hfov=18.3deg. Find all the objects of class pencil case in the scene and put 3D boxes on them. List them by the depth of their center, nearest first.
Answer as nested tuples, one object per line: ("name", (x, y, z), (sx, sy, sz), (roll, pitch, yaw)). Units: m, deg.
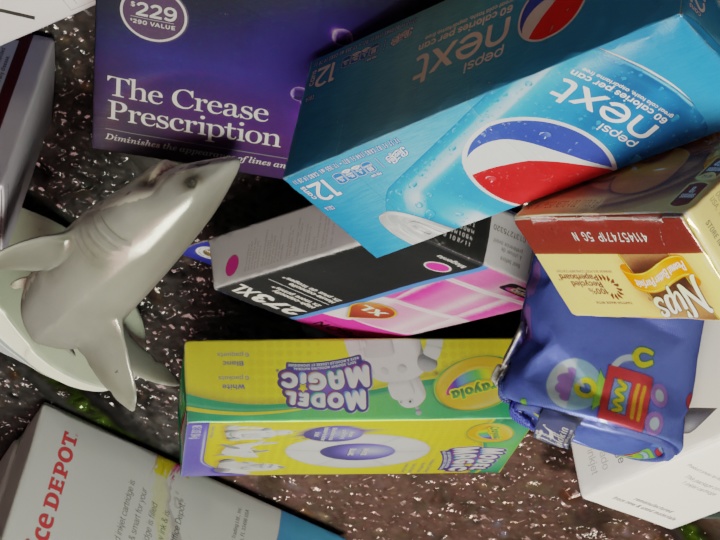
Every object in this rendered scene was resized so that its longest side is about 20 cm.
("pencil case", (0.113, -0.015, 0.977), (0.087, 0.201, 0.078), (11, 170, 2))

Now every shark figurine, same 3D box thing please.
("shark figurine", (-0.122, 0.027, 1.056), (0.090, 0.128, 0.214), (60, 158, 9))

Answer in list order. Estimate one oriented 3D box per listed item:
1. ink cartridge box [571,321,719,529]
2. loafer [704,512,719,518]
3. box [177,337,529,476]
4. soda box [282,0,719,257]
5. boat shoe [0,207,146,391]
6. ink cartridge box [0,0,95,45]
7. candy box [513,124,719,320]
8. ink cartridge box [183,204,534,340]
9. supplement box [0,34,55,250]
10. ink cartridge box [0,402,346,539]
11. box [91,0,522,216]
("ink cartridge box", (0.189, 0.013, 1.016), (0.200, 0.145, 0.084), (-27, 148, 32))
("loafer", (0.235, 0.093, 1.169), (0.199, 0.063, 0.072), (6, 113, -17))
("box", (0.008, 0.071, 1.140), (0.199, 0.049, 0.117), (-2, 162, -6))
("soda box", (0.066, -0.073, 0.888), (0.200, 0.068, 0.064), (-21, 133, 38))
("boat shoe", (-0.200, -0.002, 1.145), (0.201, 0.070, 0.071), (37, 151, -28))
("ink cartridge box", (-0.201, -0.184, 0.969), (0.094, 0.044, 0.200), (-20, 128, 24))
("candy box", (0.169, -0.061, 0.897), (0.055, 0.200, 0.115), (56, 156, -19))
("ink cartridge box", (0.000, 0.000, 1.065), (0.095, 0.037, 0.200), (22, 160, -32))
("supplement box", (-0.252, -0.073, 1.044), (0.199, 0.109, 0.061), (11, 136, -1))
("ink cartridge box", (-0.136, 0.203, 1.273), (0.200, 0.147, 0.146), (26, 134, -15))
("box", (-0.014, -0.112, 0.989), (0.199, 0.079, 0.141), (9, 133, 1))
